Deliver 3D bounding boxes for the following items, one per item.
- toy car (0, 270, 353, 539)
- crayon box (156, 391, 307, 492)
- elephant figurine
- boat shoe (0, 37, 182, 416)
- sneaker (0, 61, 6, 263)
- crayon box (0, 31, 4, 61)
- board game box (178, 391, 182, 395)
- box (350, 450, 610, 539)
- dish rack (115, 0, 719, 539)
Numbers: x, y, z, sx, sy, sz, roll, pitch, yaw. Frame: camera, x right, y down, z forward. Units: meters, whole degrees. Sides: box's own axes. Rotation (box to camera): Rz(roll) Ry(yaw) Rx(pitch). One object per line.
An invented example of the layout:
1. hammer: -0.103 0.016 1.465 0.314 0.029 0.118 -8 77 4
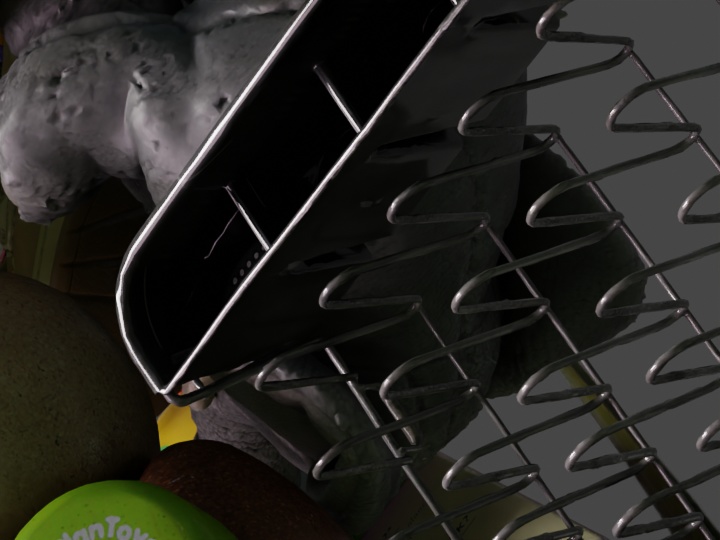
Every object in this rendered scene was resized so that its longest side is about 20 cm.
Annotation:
1. toy car: -0.102 0.064 0.721 0.200 0.158 0.164 51 -177 23
2. crayon box: -0.084 0.147 0.900 0.058 0.200 0.173 35 -160 -18
3. elephant figurine: 0.000 0.000 0.753 0.155 0.141 0.201 -99 -11 -60
4. boat shoe: -0.067 -0.052 0.830 0.062 0.073 0.201 21 104 42
5. sneaker: -0.114 -0.041 0.884 0.200 0.087 0.074 58 -169 -29
6. crayon box: -0.155 -0.121 1.033 0.201 0.051 0.126 70 -168 19
7. board game box: -0.053 -0.015 1.028 0.152 0.046 0.201 -104 -9 -62
8. box: 0.020 0.156 0.878 0.097 0.176 0.200 37 174 -18
9. dish rack: 0.051 0.028 0.590 0.200 0.054 0.154 54 128 21
